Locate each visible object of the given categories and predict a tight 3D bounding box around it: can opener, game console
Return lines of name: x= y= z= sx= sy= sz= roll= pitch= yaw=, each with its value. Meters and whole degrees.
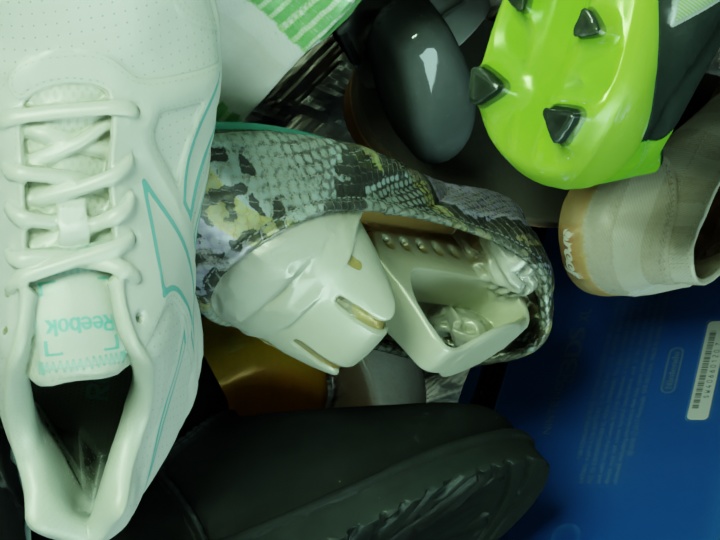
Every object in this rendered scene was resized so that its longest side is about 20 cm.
can opener: x=0.006 y=-0.107 z=0.777 sx=0.052 sy=0.067 sz=0.200 roll=-34 pitch=148 yaw=-3
game console: x=0.086 y=0.078 z=0.993 sx=0.169 sy=0.201 sz=0.119 roll=-1 pitch=136 yaw=22

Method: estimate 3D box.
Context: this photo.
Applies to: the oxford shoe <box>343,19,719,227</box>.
oxford shoe: x=0.061 y=-0.044 z=0.937 sx=0.199 sy=0.072 sz=0.071 roll=8 pitch=165 yaw=-43

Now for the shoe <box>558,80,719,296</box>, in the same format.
shoe: x=0.152 y=-0.042 z=0.931 sx=0.200 sy=0.053 sz=0.070 roll=-35 pitch=115 yaw=-39

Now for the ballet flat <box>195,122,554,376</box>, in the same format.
ballet flat: x=0.000 y=0.000 z=0.795 sx=0.072 sy=0.072 sz=0.200 roll=-47 pitch=149 yaw=23

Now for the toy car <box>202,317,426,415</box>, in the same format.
toy car: x=-0.049 y=0.114 z=0.965 sx=0.174 sy=0.150 sz=0.201 roll=-19 pitch=149 yaw=-29

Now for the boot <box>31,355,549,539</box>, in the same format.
boot: x=-0.055 y=0.045 z=0.838 sx=0.197 sy=0.163 sz=0.074 roll=-19 pitch=148 yaw=-30

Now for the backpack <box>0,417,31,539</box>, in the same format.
backpack: x=-0.185 y=0.052 z=0.695 sx=0.150 sy=0.179 sz=0.200 roll=-23 pitch=164 yaw=28

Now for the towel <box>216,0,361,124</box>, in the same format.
towel: x=-0.065 y=-0.089 z=0.710 sx=0.152 sy=0.024 sz=0.200 roll=25 pitch=126 yaw=-40

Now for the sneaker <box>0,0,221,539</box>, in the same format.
sneaker: x=-0.072 y=-0.015 z=0.686 sx=0.070 sy=0.080 sz=0.202 roll=-2 pitch=120 yaw=2

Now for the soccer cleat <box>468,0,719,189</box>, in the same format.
soccer cleat: x=0.093 y=-0.116 z=0.712 sx=0.081 sy=0.067 sz=0.201 roll=0 pitch=119 yaw=-56
